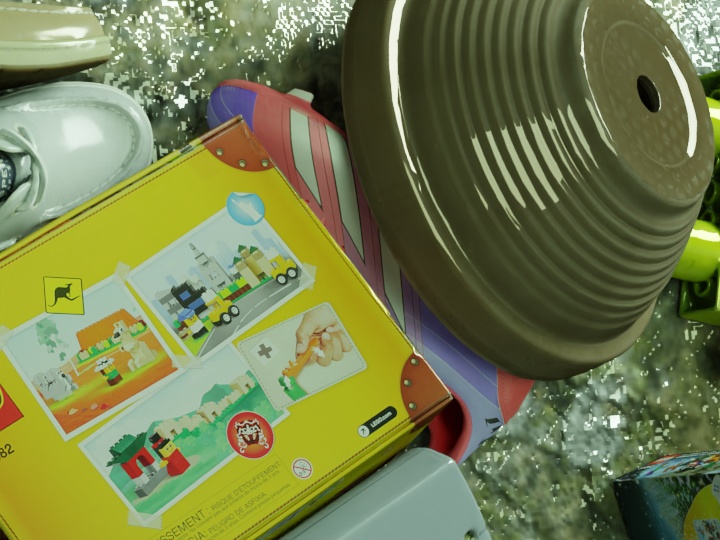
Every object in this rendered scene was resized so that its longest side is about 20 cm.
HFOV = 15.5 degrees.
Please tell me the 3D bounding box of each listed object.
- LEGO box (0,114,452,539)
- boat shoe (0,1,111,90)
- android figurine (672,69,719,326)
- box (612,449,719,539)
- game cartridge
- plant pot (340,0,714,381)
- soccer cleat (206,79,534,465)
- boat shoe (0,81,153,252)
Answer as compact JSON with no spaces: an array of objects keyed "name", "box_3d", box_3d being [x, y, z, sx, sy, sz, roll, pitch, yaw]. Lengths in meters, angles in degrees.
[{"name":"LEGO box","box_3d":[-0.087,0.053,1.056,0.200,0.077,0.149,-32,80,-33]},{"name":"boat shoe","box_3d":[-0.193,-0.105,1.048,0.199,0.072,0.065,-1,84,-26]},{"name":"android figurine","box_3d":[0.221,-0.027,1.307,0.199,0.041,0.183,14,76,-27]},{"name":"box","box_3d":[0.197,0.179,1.204,0.038,0.136,0.201,-20,94,-30]},{"name":"game cartridge","box_3d":[0.013,0.182,1.110,0.133,0.040,0.201,-28,119,-36]},{"name":"plant pot","box_3d":[0.089,-0.061,1.158,0.200,0.092,0.202,28,51,-40]},{"name":"soccer cleat","box_3d":[0.000,0.000,1.155,0.200,0.067,0.077,45,68,-21]},{"name":"boat shoe","box_3d":[-0.160,-0.033,1.056,0.199,0.068,0.073,-14,90,-33]}]
